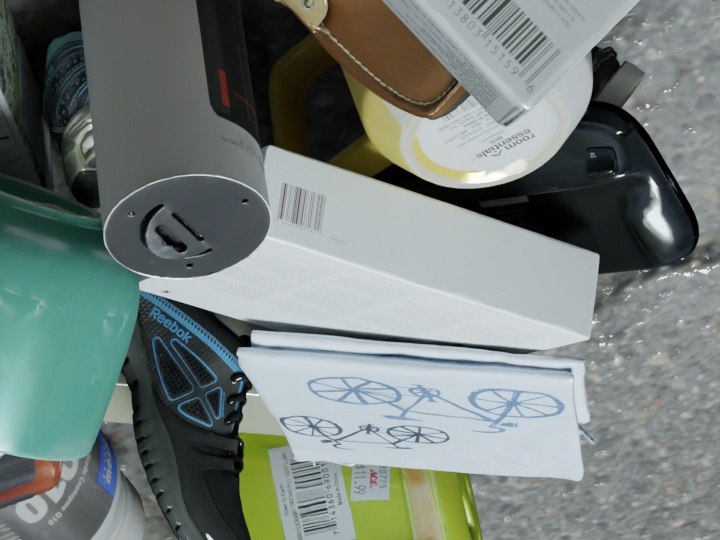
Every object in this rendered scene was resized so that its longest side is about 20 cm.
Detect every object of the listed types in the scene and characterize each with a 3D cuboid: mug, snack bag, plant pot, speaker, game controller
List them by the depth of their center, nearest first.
[{"bbox_3d":[-0.093,-0.096,1.135,0.080,0.201,0.081,-6,144,-5],"label":"speaker"},{"bbox_3d":[-0.187,0.011,1.183,0.151,0.185,0.115,18,96,-8],"label":"mug"},{"bbox_3d":[0.045,-0.114,1.186,0.148,0.154,0.187,1,143,-16],"label":"mug"},{"bbox_3d":[0.085,-0.037,1.257,0.199,0.042,0.104,-6,136,45],"label":"game controller"},{"bbox_3d":[0.039,0.079,1.331,0.187,0.022,0.200,3,159,10],"label":"snack bag"},{"bbox_3d":[-0.018,0.177,1.505,0.197,0.201,0.182,-11,149,0],"label":"plant pot"}]

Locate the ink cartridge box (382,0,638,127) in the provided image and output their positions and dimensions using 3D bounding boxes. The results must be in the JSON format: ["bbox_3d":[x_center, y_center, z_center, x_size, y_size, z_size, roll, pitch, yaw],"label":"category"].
[{"bbox_3d":[0.058,-0.195,1.038,0.174,0.200,0.044,-44,-178,-12],"label":"ink cartridge box"}]

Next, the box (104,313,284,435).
[{"bbox_3d":[-0.085,0.048,1.408,0.198,0.083,0.068,7,154,-10],"label":"box"}]

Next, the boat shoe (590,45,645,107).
[{"bbox_3d":[0.087,-0.065,1.306,0.060,0.074,0.200,40,147,3],"label":"boat shoe"}]

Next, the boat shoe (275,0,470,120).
[{"bbox_3d":[-0.023,-0.150,1.083,0.076,0.200,0.074,-48,161,23],"label":"boat shoe"}]

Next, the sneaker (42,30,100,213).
[{"bbox_3d":[-0.129,-0.073,1.273,0.077,0.087,0.200,-22,167,-7],"label":"sneaker"}]

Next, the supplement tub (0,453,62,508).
[{"bbox_3d":[-0.269,0.099,1.286,0.199,0.107,0.107,-18,147,-21],"label":"supplement tub"}]

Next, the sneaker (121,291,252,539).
[{"bbox_3d":[-0.089,0.075,1.317,0.081,0.202,0.073,-19,175,-4],"label":"sneaker"}]

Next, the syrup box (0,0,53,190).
[{"bbox_3d":[-0.217,-0.108,1.194,0.081,0.079,0.201,-12,144,3],"label":"syrup box"}]

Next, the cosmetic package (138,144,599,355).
[{"bbox_3d":[0.000,0.000,1.225,0.199,0.052,0.150,17,160,-27],"label":"cosmetic package"}]

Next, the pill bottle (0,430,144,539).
[{"bbox_3d":[-0.218,0.122,1.469,0.113,0.114,0.200,-19,143,13],"label":"pill bottle"}]
